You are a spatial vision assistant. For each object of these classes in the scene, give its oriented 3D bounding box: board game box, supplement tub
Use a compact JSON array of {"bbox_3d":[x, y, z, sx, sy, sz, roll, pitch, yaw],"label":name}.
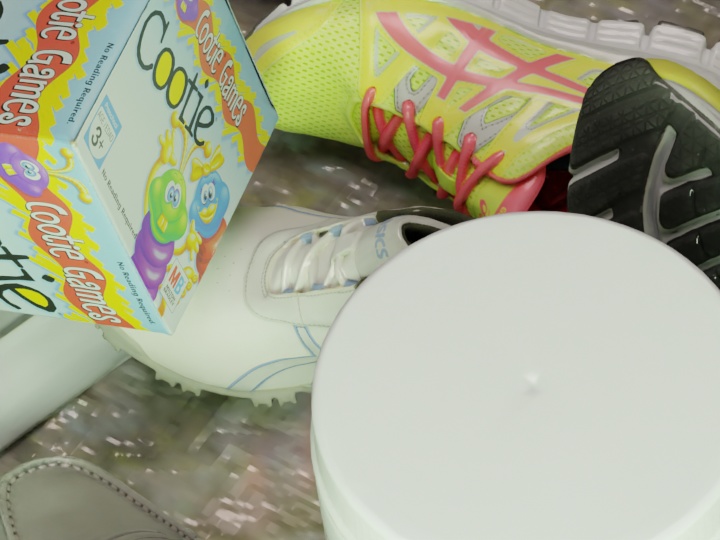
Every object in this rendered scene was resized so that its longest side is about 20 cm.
[{"bbox_3d":[-0.148,-0.058,1.032,0.199,0.105,0.103,7,54,25],"label":"board game box"},{"bbox_3d":[0.057,0.092,0.898,0.131,0.200,0.132,-2,53,3],"label":"supplement tub"}]

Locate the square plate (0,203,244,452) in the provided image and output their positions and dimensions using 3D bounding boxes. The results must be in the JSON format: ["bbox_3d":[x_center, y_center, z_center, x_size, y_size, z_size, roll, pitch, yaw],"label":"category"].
[{"bbox_3d":[-0.168,-0.017,1.108,0.200,0.028,0.198,-36,59,-20],"label":"square plate"}]

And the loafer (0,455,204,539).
[{"bbox_3d":[-0.064,0.111,0.959,0.070,0.070,0.200,-26,40,-24],"label":"loafer"}]

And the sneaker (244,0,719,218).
[{"bbox_3d":[0.045,-0.051,1.083,0.199,0.078,0.091,8,57,11],"label":"sneaker"}]

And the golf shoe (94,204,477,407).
[{"bbox_3d":[0.000,0.000,1.030,0.199,0.097,0.079,6,62,7],"label":"golf shoe"}]

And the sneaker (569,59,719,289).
[{"bbox_3d":[0.141,-0.001,0.984,0.078,0.200,0.090,-21,30,37],"label":"sneaker"}]
